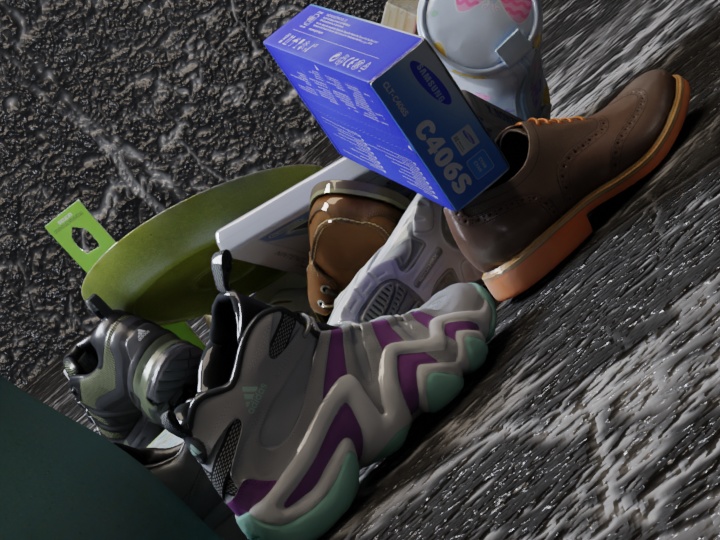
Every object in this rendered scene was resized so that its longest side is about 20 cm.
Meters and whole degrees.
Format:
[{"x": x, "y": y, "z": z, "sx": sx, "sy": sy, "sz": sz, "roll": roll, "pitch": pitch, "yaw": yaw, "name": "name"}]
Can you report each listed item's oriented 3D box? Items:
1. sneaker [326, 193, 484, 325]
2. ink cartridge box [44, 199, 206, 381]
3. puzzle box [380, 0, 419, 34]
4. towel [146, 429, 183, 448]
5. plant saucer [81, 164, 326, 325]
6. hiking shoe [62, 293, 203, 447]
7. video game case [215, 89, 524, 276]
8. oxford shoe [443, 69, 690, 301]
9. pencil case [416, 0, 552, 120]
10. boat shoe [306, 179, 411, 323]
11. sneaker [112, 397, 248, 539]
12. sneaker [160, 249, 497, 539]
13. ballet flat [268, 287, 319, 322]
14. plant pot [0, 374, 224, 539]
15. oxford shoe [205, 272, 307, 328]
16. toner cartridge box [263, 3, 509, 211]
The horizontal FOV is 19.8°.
[{"x": 0.031, "y": 0.004, "z": 1.276, "sx": 0.200, "sy": 0.078, "sz": 0.099, "roll": -44, "pitch": 5, "yaw": -34, "name": "sneaker"}, {"x": -0.196, "y": 0.052, "z": 1.633, "sx": 0.076, "sy": 0.200, "sz": 0.148, "roll": -43, "pitch": 7, "yaw": -18, "name": "ink cartridge box"}, {"x": 0.038, "y": -0.139, "z": 1.486, "sx": 0.133, "sy": 0.025, "sz": 0.200, "roll": -54, "pitch": -16, "yaw": -45, "name": "puzzle box"}, {"x": -0.130, "y": 0.152, "z": 1.333, "sx": 0.171, "sy": 0.048, "sz": 0.200, "roll": -45, "pitch": 8, "yaw": -12, "name": "towel"}, {"x": -0.101, "y": -0.010, "z": 1.469, "sx": 0.199, "sy": 0.031, "sz": 0.200, "roll": -24, "pitch": -15, "yaw": -7, "name": "plant saucer"}, {"x": -0.165, "y": 0.090, "z": 1.489, "sx": 0.076, "sy": 0.101, "sz": 0.200, "roll": -40, "pitch": -19, "yaw": -33, "name": "hiking shoe"}, {"x": 0.024, "y": -0.052, "z": 1.417, "sx": 0.200, "sy": 0.022, "sz": 0.182, "roll": -29, "pitch": -18, "yaw": 19, "name": "video game case"}, {"x": 0.126, "y": -0.070, "z": 1.224, "sx": 0.200, "sy": 0.073, "sz": 0.071, "roll": -45, "pitch": 9, "yaw": -34, "name": "oxford shoe"}, {"x": 0.088, "y": -0.142, "z": 1.417, "sx": 0.083, "sy": 0.091, "sz": 0.200, "roll": -27, "pitch": -17, "yaw": 0, "name": "pencil case"}, {"x": 0.000, "y": 0.000, "z": 1.349, "sx": 0.200, "sy": 0.072, "sz": 0.068, "roll": 77, "pitch": -157, "yaw": -72, "name": "boat shoe"}, {"x": -0.133, "y": 0.150, "z": 1.178, "sx": 0.200, "sy": 0.091, "sz": 0.076, "roll": -41, "pitch": 9, "yaw": 5, "name": "sneaker"}, {"x": -0.023, "y": 0.036, "z": 1.085, "sx": 0.200, "sy": 0.140, "sz": 0.078, "roll": -46, "pitch": 9, "yaw": -35, "name": "sneaker"}, {"x": -0.061, "y": 0.050, "z": 1.507, "sx": 0.200, "sy": 0.062, "sz": 0.067, "roll": -36, "pitch": 9, "yaw": 31, "name": "ballet flat"}, {"x": -0.176, "y": 0.151, "z": 1.011, "sx": 0.200, "sy": 0.188, "sz": 0.200, "roll": -39, "pitch": 7, "yaw": 6, "name": "plant pot"}, {"x": -0.034, "y": 0.009, "z": 1.562, "sx": 0.200, "sy": 0.074, "sz": 0.071, "roll": -37, "pitch": 5, "yaw": 18, "name": "oxford shoe"}, {"x": 0.011, "y": -0.101, "z": 1.232, "sx": 0.043, "sy": 0.095, "sz": 0.200, "roll": -40, "pitch": 23, "yaw": -8, "name": "toner cartridge box"}]
